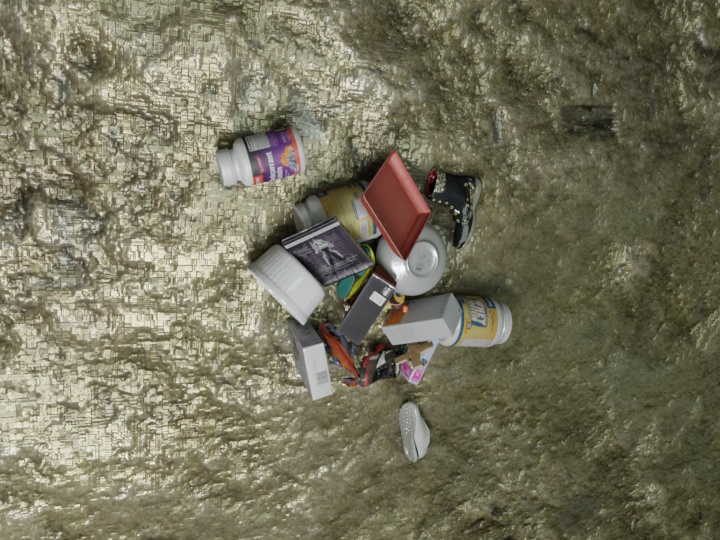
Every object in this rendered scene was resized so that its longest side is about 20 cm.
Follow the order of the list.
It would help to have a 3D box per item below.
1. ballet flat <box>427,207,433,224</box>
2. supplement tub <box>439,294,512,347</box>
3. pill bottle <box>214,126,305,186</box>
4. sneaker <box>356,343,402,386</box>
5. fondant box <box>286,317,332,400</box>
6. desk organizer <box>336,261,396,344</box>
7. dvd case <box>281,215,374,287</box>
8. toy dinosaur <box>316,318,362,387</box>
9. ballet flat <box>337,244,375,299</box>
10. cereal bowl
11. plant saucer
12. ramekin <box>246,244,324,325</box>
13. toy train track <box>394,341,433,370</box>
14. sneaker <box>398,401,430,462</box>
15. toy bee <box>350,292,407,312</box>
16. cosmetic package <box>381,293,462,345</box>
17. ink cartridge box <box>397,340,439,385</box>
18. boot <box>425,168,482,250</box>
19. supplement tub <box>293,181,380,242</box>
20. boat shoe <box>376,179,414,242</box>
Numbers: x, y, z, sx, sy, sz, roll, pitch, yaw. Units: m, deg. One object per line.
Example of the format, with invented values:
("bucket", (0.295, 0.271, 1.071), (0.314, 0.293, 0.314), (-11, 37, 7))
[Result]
("ballet flat", (0.138, -0.085, 1.627), (0.200, 0.068, 0.067), (-48, 135, 5))
("supplement tub", (0.319, 0.146, 1.709), (0.196, 0.145, 0.148), (4, 105, -21))
("pill bottle", (-0.236, -0.264, 1.401), (0.197, 0.111, 0.113), (-17, 111, -14))
("sneaker", (0.057, 0.263, 1.619), (0.096, 0.200, 0.072), (15, 110, 21))
("fondant box", (-0.134, 0.220, 1.534), (0.057, 0.200, 0.147), (-15, 110, -16))
("desk organizer", (0.020, 0.084, 1.525), (0.071, 0.077, 0.201), (31, 119, -2))
("dvd case", (-0.074, -0.041, 1.425), (0.147, 0.016, 0.200), (-22, 139, 18))
("toy dinosaur", (-0.061, 0.235, 1.602), (0.104, 0.200, 0.183), (-33, 83, 9))
("ballet flat", (0.000, 0.000, 1.557), (0.066, 0.067, 0.201), (-13, 148, -38))
("cereal bowl", (0.143, -0.032, 1.537), (0.196, 0.083, 0.205), (-3, 98, -24))
("plant saucer", (0.083, -0.156, 1.442), (0.201, 0.036, 0.201), (55, 44, -25))
("ramekin", (-0.179, 0.030, 1.468), (0.098, 0.200, 0.201), (-45, 115, -9))
("toy train track", (0.144, 0.210, 1.636), (0.113, 0.201, 0.033), (-26, 120, 7))
("sneaker", (0.169, 0.478, 1.803), (0.079, 0.076, 0.204), (-18, 116, -26))
("toy bee", (0.076, 0.074, 1.608), (0.199, 0.110, 0.131), (-37, 158, 11))
("cosmetic package", (0.166, 0.133, 1.612), (0.072, 0.197, 0.102), (56, 41, -26))
("ink cartridge box", (0.168, 0.206, 1.685), (0.041, 0.119, 0.203), (25, 97, -26))
("boot", (0.242, -0.169, 1.625), (0.151, 0.073, 0.208), (10, 95, -24))
("supplement tub", (-0.056, -0.129, 1.481), (0.197, 0.145, 0.147), (-18, 111, -14))
("boat shoe", (0.088, -0.156, 1.564), (0.069, 0.091, 0.204), (5, 104, -21))
